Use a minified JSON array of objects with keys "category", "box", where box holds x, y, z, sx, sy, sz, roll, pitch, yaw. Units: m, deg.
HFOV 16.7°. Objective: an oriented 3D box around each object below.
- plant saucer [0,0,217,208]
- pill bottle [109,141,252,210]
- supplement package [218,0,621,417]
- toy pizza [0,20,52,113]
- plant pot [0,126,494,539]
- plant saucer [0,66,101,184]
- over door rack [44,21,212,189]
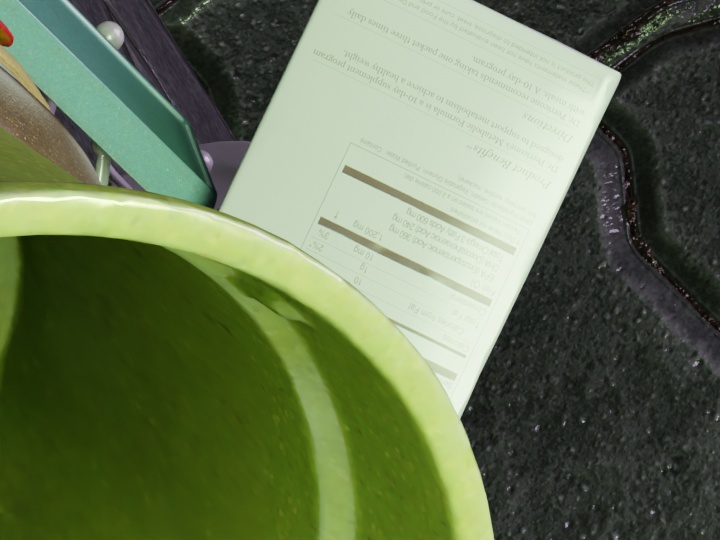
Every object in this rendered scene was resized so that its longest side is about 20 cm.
[{"category":"plant saucer","box":[-0.117,-0.091,0.844,0.200,0.019,0.070,46,12,-34]},{"category":"pill bottle","box":[-0.052,0.054,1.109,0.114,0.113,0.201,-115,-170,-59]},{"category":"supplement package","box":[0.000,0.000,0.894,0.109,0.201,0.114,26,-2,1]},{"category":"toy pizza","box":[-0.175,-0.089,0.811,0.199,0.032,0.200,29,-15,9]},{"category":"plant pot","box":[-0.102,0.042,0.484,0.184,0.200,0.201,45,-11,54]},{"category":"plant saucer","box":[-0.155,-0.054,0.764,0.199,0.032,0.200,28,-15,8]},{"category":"over door rack","box":[-0.155,-0.092,0.966,0.199,0.067,0.148,34,5,11]}]
